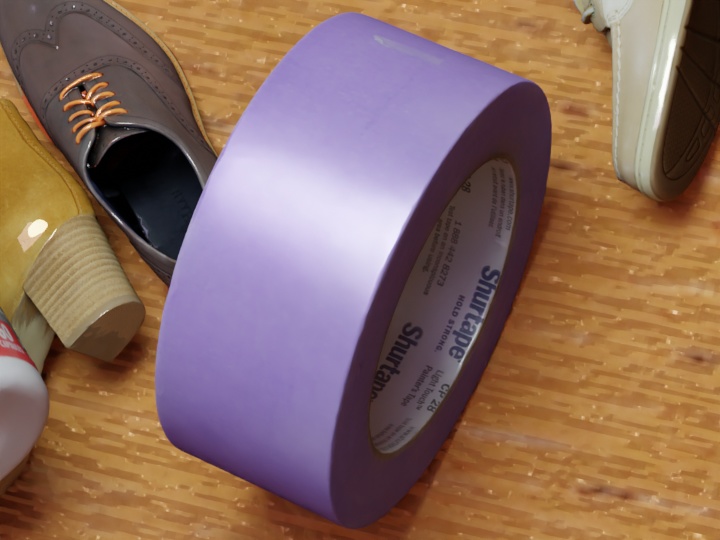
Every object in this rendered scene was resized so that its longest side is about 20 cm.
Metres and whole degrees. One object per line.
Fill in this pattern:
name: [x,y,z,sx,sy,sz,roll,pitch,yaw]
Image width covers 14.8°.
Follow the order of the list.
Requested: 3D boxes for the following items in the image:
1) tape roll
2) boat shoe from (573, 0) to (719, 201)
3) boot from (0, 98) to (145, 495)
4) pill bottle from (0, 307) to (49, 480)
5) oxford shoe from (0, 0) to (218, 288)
tape roll: [0.000,0.000,1.163,0.085,0.200,0.201,22,83,18]
boat shoe: [0.127,-0.128,1.234,0.065,0.072,0.201,1,76,25]
boot: [-0.200,0.029,1.284,0.201,0.071,0.144,-44,60,7]
pill bottle: [-0.226,0.005,1.195,0.114,0.114,0.201,-35,66,4]
oxford shoe: [-0.110,-0.071,1.273,0.071,0.073,0.200,-40,71,2]
